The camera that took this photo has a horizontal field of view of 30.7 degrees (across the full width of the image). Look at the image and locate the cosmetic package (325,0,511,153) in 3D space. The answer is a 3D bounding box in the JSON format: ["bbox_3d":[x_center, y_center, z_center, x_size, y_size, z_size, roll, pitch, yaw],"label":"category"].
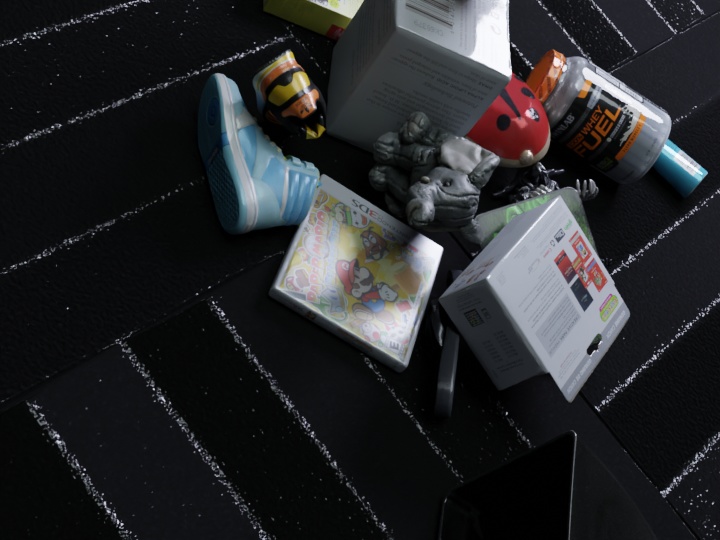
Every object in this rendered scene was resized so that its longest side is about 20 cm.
[{"bbox_3d":[0.072,-0.263,1.666,0.163,0.200,0.166,20,48,-18],"label":"cosmetic package"}]

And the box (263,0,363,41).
[{"bbox_3d":[-0.031,-0.352,1.769,0.198,0.050,0.076,18,50,-22],"label":"box"}]

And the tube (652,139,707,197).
[{"bbox_3d":[0.428,-0.194,1.960,0.200,0.050,0.077,44,23,6],"label":"tube"}]

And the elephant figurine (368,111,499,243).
[{"bbox_3d":[0.102,-0.092,1.562,0.154,0.142,0.200,-35,36,-7],"label":"elephant figurine"}]

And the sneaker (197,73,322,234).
[{"bbox_3d":[-0.115,-0.135,1.539,0.129,0.079,0.202,-1,69,-31],"label":"sneaker"}]

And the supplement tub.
[{"bbox_3d":[0.328,-0.220,1.859,0.199,0.123,0.123,29,47,-11],"label":"supplement tub"}]

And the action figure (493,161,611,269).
[{"bbox_3d":[0.257,-0.083,1.729,0.118,0.102,0.202,-19,71,-28],"label":"action figure"}]

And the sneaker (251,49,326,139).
[{"bbox_3d":[-0.075,-0.185,1.547,0.070,0.200,0.091,-34,80,-2],"label":"sneaker"}]

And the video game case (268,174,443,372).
[{"bbox_3d":[0.000,0.000,1.553,0.181,0.023,0.201,31,47,-11],"label":"video game case"}]

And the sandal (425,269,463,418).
[{"bbox_3d":[0.095,0.076,1.530,0.042,0.077,0.202,7,49,4],"label":"sandal"}]

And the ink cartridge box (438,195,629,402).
[{"bbox_3d":[0.210,0.042,1.540,0.177,0.083,0.200,56,45,-9],"label":"ink cartridge box"}]

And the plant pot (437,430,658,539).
[{"bbox_3d":[0.202,0.321,1.349,0.177,0.199,0.201,35,44,-24],"label":"plant pot"}]

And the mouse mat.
[{"bbox_3d":[0.236,0.007,1.645,0.159,0.008,0.202,-17,86,-22],"label":"mouse mat"}]

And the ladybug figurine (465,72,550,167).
[{"bbox_3d":[0.183,-0.215,1.758,0.134,0.072,0.201,-16,47,-19],"label":"ladybug figurine"}]
